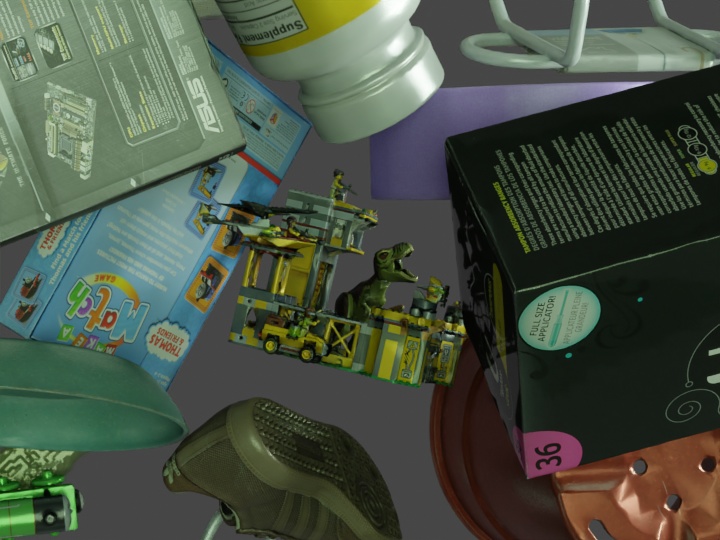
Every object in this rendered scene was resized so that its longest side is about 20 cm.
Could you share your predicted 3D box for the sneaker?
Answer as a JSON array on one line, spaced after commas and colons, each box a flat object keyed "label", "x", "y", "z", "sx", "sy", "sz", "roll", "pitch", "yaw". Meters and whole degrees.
[{"label": "sneaker", "x": -0.047, "y": 0.133, "z": 1.153, "sx": 0.075, "sy": 0.200, "sz": 0.071, "roll": -26, "pitch": 54, "yaw": 18}]

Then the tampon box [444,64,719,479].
[{"label": "tampon box", "x": 0.160, "y": -0.003, "z": 0.995, "sx": 0.199, "sy": 0.127, "sz": 0.150, "roll": -15, "pitch": 135, "yaw": -5}]

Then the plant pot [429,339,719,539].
[{"label": "plant pot", "x": 0.162, "y": 0.109, "z": 1.157, "sx": 0.199, "sy": 0.195, "sz": 0.202, "roll": -1, "pitch": 93, "yaw": -12}]

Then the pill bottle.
[{"label": "pill bottle", "x": -0.033, "y": -0.175, "z": 1.028, "sx": 0.111, "sy": 0.111, "sz": 0.201, "roll": -33, "pitch": 113, "yaw": -9}]

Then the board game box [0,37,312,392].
[{"label": "board game box", "x": -0.120, "y": -0.033, "z": 1.123, "sx": 0.036, "sy": 0.151, "sz": 0.201, "roll": 25, "pitch": 85, "yaw": 30}]

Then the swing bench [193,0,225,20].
[{"label": "swing bench", "x": -0.063, "y": -0.252, "z": 1.125, "sx": 0.198, "sy": 0.130, "sz": 0.201, "roll": -10, "pitch": 95, "yaw": -12}]

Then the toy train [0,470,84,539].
[{"label": "toy train", "x": -0.268, "y": 0.156, "z": 1.138, "sx": 0.199, "sy": 0.056, "sz": 0.042, "roll": -7, "pitch": 94, "yaw": -11}]

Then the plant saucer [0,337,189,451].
[{"label": "plant saucer", "x": -0.198, "y": 0.071, "z": 1.085, "sx": 0.199, "sy": 0.200, "sz": 0.036, "roll": 7, "pitch": 74, "yaw": -12}]

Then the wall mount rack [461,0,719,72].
[{"label": "wall mount rack", "x": 0.148, "y": -0.173, "z": 1.150, "sx": 0.199, "sy": 0.174, "sz": 0.075, "roll": -3, "pitch": 113, "yaw": -21}]

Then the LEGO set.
[{"label": "LEGO set", "x": 0.000, "y": 0.000, "z": 1.125, "sx": 0.153, "sy": 0.200, "sz": 0.117, "roll": 13, "pitch": 90, "yaw": 19}]

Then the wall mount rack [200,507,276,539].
[{"label": "wall mount rack", "x": -0.065, "y": 0.252, "z": 1.183, "sx": 0.173, "sy": 0.074, "sz": 0.201, "roll": 23, "pitch": 88, "yaw": -45}]

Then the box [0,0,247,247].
[{"label": "box", "x": -0.170, "y": -0.131, "z": 1.021, "sx": 0.158, "sy": 0.048, "sz": 0.201, "roll": -23, "pitch": 94, "yaw": -7}]

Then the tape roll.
[{"label": "tape roll", "x": 0.105, "y": -0.078, "z": 1.133, "sx": 0.199, "sy": 0.200, "sz": 0.066, "roll": -3, "pitch": 94, "yaw": -12}]
